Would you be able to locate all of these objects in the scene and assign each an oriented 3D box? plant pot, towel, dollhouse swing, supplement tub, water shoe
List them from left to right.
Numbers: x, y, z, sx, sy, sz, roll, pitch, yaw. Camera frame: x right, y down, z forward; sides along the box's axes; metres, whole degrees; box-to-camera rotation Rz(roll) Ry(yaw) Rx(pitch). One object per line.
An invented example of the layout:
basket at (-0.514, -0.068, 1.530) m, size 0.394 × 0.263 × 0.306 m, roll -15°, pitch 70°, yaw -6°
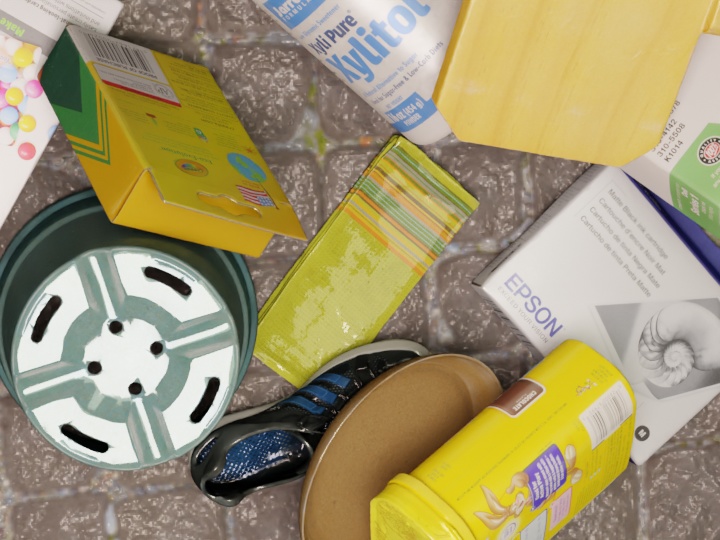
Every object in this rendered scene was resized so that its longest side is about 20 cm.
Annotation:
plant pot at (-0.163, 0.046, 1.374) m, size 0.200 × 0.196 × 0.200 m, roll -1°, pitch 96°, yaw -7°
water shoe at (-0.029, 0.120, 1.471) m, size 0.200 × 0.079 × 0.072 m, roll -26°, pitch 112°, yaw -4°
towel at (0.000, 0.000, 1.506) m, size 0.086 × 0.018 × 0.200 m, roll 38°, pitch 87°, yaw -12°
supplement tub at (0.014, -0.199, 1.434) m, size 0.200 × 0.132 × 0.132 m, roll 40°, pitch 86°, yaw -12°
plant pot at (0.028, 0.147, 1.474) m, size 0.200 × 0.027 × 0.200 m, roll -23°, pitch 128°, yaw -33°
dollhouse swing at (0.140, -0.203, 1.391) m, size 0.200 × 0.182 × 0.176 m, roll 7°, pitch 133°, yaw -18°

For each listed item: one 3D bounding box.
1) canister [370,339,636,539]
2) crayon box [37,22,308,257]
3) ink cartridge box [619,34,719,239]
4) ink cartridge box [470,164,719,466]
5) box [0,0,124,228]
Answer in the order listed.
canister at (0.107, 0.158, 1.460) m, size 0.200 × 0.149 × 0.087 m, roll -38°, pitch 61°, yaw -24°
crayon box at (-0.131, -0.080, 1.362) m, size 0.127 × 0.200 × 0.051 m, roll 15°, pitch 121°, yaw -39°
ink cartridge box at (0.229, -0.144, 1.463) m, size 0.200 × 0.084 × 0.146 m, roll 37°, pitch 85°, yaw 18°
ink cartridge box at (0.222, 0.015, 1.543) m, size 0.200 × 0.041 × 0.200 m, roll -44°, pitch 102°, yaw -6°
box at (-0.285, -0.142, 1.419) m, size 0.156 × 0.041 × 0.200 m, roll 30°, pitch 89°, yaw -13°
